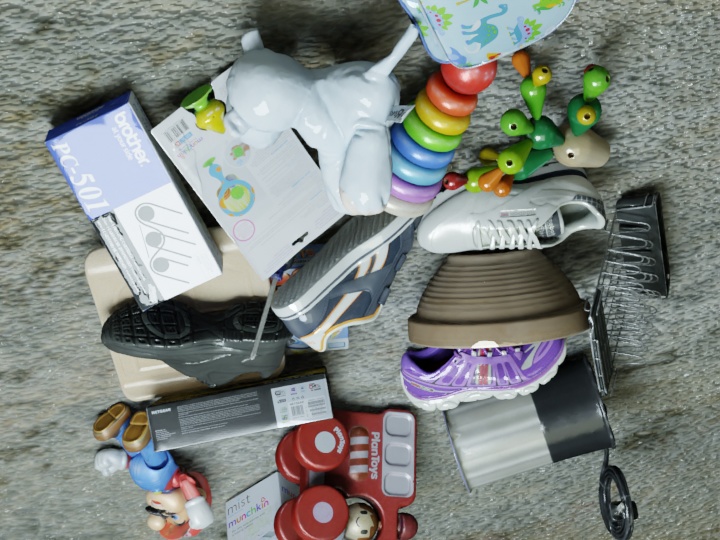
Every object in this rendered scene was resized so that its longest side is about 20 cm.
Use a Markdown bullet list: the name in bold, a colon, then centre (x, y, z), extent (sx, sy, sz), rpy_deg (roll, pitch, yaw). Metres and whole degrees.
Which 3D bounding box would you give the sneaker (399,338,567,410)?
- **sneaker**: centre (0.142, 0.104, 1.691), extent (0.199, 0.081, 0.084), rpy_deg (-16, 127, 5)

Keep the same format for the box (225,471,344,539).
- **box**: centre (-0.071, 0.384, 1.834), extent (0.096, 0.177, 0.200), rpy_deg (-32, 130, 21)

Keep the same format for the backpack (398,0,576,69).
- **backpack**: centre (0.121, -0.286, 1.285), extent (0.199, 0.147, 0.183), rpy_deg (-26, 135, 8)

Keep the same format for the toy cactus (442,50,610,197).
- **toy cactus**: centre (0.189, -0.140, 1.485), extent (0.164, 0.103, 0.200), rpy_deg (12, 129, -45)

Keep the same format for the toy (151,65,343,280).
- **toy**: centre (-0.114, -0.103, 1.463), extent (0.115, 0.047, 0.200), rpy_deg (-39, 121, -7)

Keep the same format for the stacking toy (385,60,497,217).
- **stacking toy**: centre (0.075, -0.148, 1.434), extent (0.085, 0.086, 0.200), rpy_deg (14, 132, -22)

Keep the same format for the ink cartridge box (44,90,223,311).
- **ink cartridge box**: centre (-0.221, -0.067, 1.442), extent (0.094, 0.044, 0.201), rpy_deg (-24, 113, 6)

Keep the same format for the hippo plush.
- **hippo plush**: centre (-0.050, -0.135, 1.356), extent (0.160, 0.160, 0.200), rpy_deg (5, 173, -11)

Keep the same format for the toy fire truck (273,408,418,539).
- **toy fire truck**: centre (-0.010, 0.259, 1.727), extent (0.167, 0.201, 0.112), rpy_deg (6, 161, -16)

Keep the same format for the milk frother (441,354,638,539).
- **milk frother**: centre (0.216, 0.233, 1.740), extent (0.187, 0.201, 0.181), rpy_deg (-18, 137, 6)

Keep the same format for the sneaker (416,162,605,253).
- **sneaker**: centre (0.158, -0.055, 1.536), extent (0.199, 0.081, 0.077), rpy_deg (-17, 136, -3)

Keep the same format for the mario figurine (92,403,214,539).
- **mario figurine**: centre (-0.247, 0.257, 1.728), extent (0.106, 0.124, 0.200), rpy_deg (-29, 128, -1)

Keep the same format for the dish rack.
- **dish rack**: centre (0.289, 0.031, 1.580), extent (0.054, 0.201, 0.154), rpy_deg (3, 138, 23)

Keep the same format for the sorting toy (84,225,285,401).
- **sorting toy**: centre (-0.184, 0.043, 1.557), extent (0.184, 0.037, 0.201), rpy_deg (-10, 127, -1)

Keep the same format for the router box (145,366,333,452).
- **router box**: centre (-0.130, 0.153, 1.634), extent (0.199, 0.157, 0.053), rpy_deg (-11, 90, -2)

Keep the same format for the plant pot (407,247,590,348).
- **plant pot**: centre (0.148, 0.023, 1.577), extent (0.199, 0.201, 0.093), rpy_deg (-5, 95, -6)

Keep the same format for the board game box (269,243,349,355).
- **board game box**: centre (-0.114, 0.039, 1.608), extent (0.199, 0.035, 0.136), rpy_deg (-7, 132, -4)

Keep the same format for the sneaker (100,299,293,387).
- **sneaker**: centre (-0.171, 0.083, 1.522), extent (0.199, 0.076, 0.091), rpy_deg (5, 132, -9)

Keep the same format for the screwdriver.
- **screwdriver**: centre (-0.088, 0.018, 1.486), extent (0.028, 0.201, 0.029), rpy_deg (33, 124, -17)

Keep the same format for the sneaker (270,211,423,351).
- **sneaker**: centre (0.000, 0.000, 1.528), extent (0.200, 0.078, 0.080), rpy_deg (-41, 115, -11)
